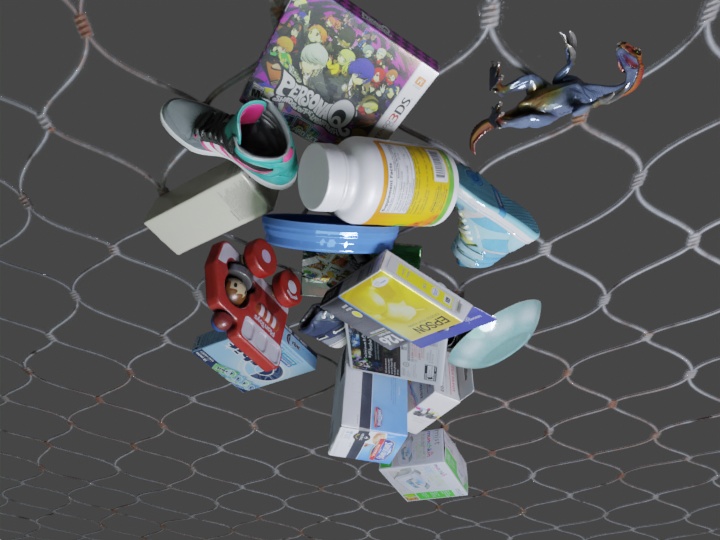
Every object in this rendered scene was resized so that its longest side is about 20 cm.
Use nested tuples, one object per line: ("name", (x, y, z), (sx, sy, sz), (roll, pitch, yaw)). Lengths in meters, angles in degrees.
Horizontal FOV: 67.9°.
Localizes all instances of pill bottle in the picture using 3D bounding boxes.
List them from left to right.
("pill bottle", (0.023, -0.116, 0.707), (0.199, 0.112, 0.111), (-2, 143, -34))

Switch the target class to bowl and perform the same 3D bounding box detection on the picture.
("bowl", (-0.043, -0.055, 0.777), (0.199, 0.201, 0.040), (4, 99, 0))

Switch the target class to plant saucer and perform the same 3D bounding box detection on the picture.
("plant saucer", (0.254, 0.129, 0.973), (0.200, 0.039, 0.202), (-22, 150, -14))

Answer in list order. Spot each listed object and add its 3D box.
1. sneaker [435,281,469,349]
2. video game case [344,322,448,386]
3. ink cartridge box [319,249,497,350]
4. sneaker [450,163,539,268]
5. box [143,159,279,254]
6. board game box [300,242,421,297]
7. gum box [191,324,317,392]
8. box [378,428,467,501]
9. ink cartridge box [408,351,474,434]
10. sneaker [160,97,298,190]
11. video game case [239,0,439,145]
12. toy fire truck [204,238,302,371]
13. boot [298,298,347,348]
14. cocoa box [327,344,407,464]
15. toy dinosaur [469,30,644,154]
("sneaker", (0.164, 0.120, 0.997), (0.070, 0.100, 0.200), (-18, 132, 19))
("video game case", (0.063, 0.130, 0.952), (0.180, 0.023, 0.201), (8, 139, 11))
("ink cartridge box", (0.064, 0.065, 0.805), (0.199, 0.047, 0.197), (34, 148, -14))
("sneaker", (0.165, -0.070, 0.822), (0.199, 0.080, 0.130), (30, 128, -23))
("box", (-0.228, -0.103, 0.824), (0.199, 0.069, 0.082), (-19, 130, 23))
("board game box", (0.000, 0.000, 0.908), (0.198, 0.023, 0.106), (6, 101, 0))
("gum box", (-0.219, 0.173, 1.118), (0.199, 0.045, 0.170), (-20, 131, 24))
("box", (0.167, 0.506, 1.389), (0.175, 0.097, 0.201), (-14, 132, 20))
("ink cartridge box", (0.143, 0.239, 1.106), (0.067, 0.116, 0.200), (24, 131, -19))
("sneaker", (-0.167, -0.182, 0.688), (0.199, 0.084, 0.121), (26, 161, -7))
("video game case", (-0.030, -0.243, 0.691), (0.199, 0.036, 0.181), (26, 131, -21))
("toy fire truck", (-0.190, 0.054, 0.908), (0.111, 0.169, 0.200), (-19, 131, 22))
("boot", (-0.033, 0.078, 0.987), (0.090, 0.073, 0.200), (23, 133, -26))
("cocoa box", (0.017, 0.261, 1.077), (0.130, 0.201, 0.134), (11, 136, -8))
("toy dinosaur", (0.254, -0.231, 0.682), (0.180, 0.106, 0.200), (-4, 174, -10))
